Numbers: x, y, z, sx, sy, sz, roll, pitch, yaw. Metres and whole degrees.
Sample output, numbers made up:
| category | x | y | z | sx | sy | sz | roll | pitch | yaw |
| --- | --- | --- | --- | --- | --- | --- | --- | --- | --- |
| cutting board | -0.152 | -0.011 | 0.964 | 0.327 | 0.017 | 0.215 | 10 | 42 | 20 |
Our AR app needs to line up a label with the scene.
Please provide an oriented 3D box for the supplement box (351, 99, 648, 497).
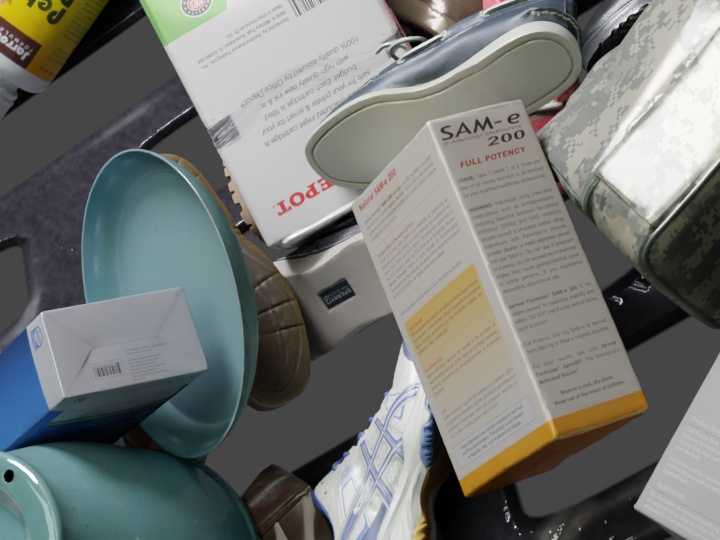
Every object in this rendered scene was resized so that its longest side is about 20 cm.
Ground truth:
| category | x | y | z | sx | sy | sz | roll | pitch | yaw |
| --- | --- | --- | --- | --- | --- | --- | --- | --- | --- |
| supplement box | 0.080 | 0.018 | 1.264 | 0.126 | 0.073 | 0.202 | -42 | 66 | 59 |

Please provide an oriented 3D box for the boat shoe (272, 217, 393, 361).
| category | x | y | z | sx | sy | sz | roll | pitch | yaw |
| --- | --- | --- | --- | --- | --- | --- | --- | --- | --- |
| boat shoe | 0.000 | 0.000 | 1.430 | 0.093 | 0.075 | 0.199 | -38 | 11 | -37 |

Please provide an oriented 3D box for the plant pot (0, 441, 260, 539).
| category | x | y | z | sx | sy | sz | roll | pitch | yaw |
| --- | --- | --- | --- | --- | --- | --- | --- | --- | --- |
| plant pot | -0.190 | 0.196 | 1.319 | 0.198 | 0.188 | 0.202 | -9 | 71 | 27 |

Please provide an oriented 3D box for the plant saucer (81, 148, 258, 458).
| category | x | y | z | sx | sy | sz | roll | pitch | yaw |
| --- | --- | --- | --- | --- | --- | --- | --- | --- | --- |
| plant saucer | -0.120 | 0.020 | 1.364 | 0.199 | 0.027 | 0.202 | 22 | 118 | 50 |

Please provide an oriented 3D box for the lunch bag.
| category | x | y | z | sx | sy | sz | roll | pitch | yaw |
| --- | --- | --- | --- | --- | --- | --- | --- | --- | --- |
| lunch bag | 0.206 | -0.094 | 1.251 | 0.200 | 0.139 | 0.168 | -50 | 48 | 7 |

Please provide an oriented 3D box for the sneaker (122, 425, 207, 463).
| category | x | y | z | sx | sy | sz | roll | pitch | yaw |
| --- | --- | --- | --- | --- | --- | --- | --- | --- | --- |
| sneaker | -0.124 | 0.064 | 1.486 | 0.071 | 0.080 | 0.202 | -9 | 65 | 15 |

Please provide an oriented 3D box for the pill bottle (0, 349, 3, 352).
| category | x | y | z | sx | sy | sz | roll | pitch | yaw |
| --- | --- | --- | --- | --- | --- | --- | --- | --- | --- |
| pill bottle | -0.278 | 0.123 | 1.552 | 0.200 | 0.114 | 0.114 | 38 | 94 | 43 |

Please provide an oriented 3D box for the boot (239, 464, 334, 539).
| category | x | y | z | sx | sy | sz | roll | pitch | yaw |
| --- | --- | --- | --- | --- | --- | --- | --- | --- | --- |
| boot | -0.111 | 0.185 | 1.420 | 0.200 | 0.064 | 0.187 | -47 | 61 | 14 |

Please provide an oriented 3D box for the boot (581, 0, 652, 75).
| category | x | y | z | sx | sy | sz | roll | pitch | yaw |
| --- | --- | --- | --- | --- | --- | --- | --- | --- | --- |
| boot | 0.175 | -0.237 | 1.396 | 0.164 | 0.066 | 0.201 | -36 | 53 | 8 |

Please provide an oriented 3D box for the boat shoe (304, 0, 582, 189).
| category | x | y | z | sx | sy | sz | roll | pitch | yaw |
| --- | --- | --- | --- | --- | --- | --- | --- | --- | --- |
| boat shoe | 0.051 | -0.117 | 1.330 | 0.199 | 0.075 | 0.062 | -30 | 33 | 30 |

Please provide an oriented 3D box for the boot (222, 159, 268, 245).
| category | x | y | z | sx | sy | sz | roll | pitch | yaw |
| --- | --- | --- | --- | --- | --- | --- | --- | --- | --- |
| boot | -0.054 | -0.126 | 1.530 | 0.107 | 0.075 | 0.201 | -31 | 61 | 19 |

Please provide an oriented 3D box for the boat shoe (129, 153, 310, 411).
| category | x | y | z | sx | sy | sz | roll | pitch | yaw |
| --- | --- | --- | --- | --- | --- | --- | --- | --- | --- |
| boat shoe | -0.098 | 0.015 | 1.422 | 0.201 | 0.073 | 0.067 | 60 | 152 | 23 |

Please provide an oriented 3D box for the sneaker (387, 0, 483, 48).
| category | x | y | z | sx | sy | sz | roll | pitch | yaw |
| --- | --- | --- | --- | --- | --- | --- | --- | --- | --- |
| sneaker | 0.033 | -0.208 | 1.511 | 0.076 | 0.071 | 0.200 | -45 | 51 | -10 |

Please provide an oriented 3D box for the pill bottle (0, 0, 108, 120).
| category | x | y | z | sx | sy | sz | roll | pitch | yaw |
| --- | --- | --- | --- | --- | --- | --- | --- | --- | --- |
| pill bottle | -0.269 | -0.222 | 1.719 | 0.201 | 0.109 | 0.109 | -54 | 47 | 4 |

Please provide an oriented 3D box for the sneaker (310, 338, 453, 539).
| category | x | y | z | sx | sy | sz | roll | pitch | yaw |
| --- | --- | --- | --- | --- | --- | --- | --- | --- | --- |
| sneaker | 0.011 | 0.125 | 1.331 | 0.087 | 0.075 | 0.202 | 3 | 69 | 19 |

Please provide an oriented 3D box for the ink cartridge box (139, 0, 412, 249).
| category | x | y | z | sx | sy | sz | roll | pitch | yaw |
| --- | --- | --- | --- | --- | --- | --- | --- | --- | --- |
| ink cartridge box | -0.038 | -0.133 | 1.425 | 0.145 | 0.084 | 0.201 | -28 | 86 | 6 |

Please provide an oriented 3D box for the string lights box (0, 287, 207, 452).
| category | x | y | z | sx | sy | sz | roll | pitch | yaw |
| --- | --- | --- | --- | --- | --- | --- | --- | --- | --- |
| string lights box | -0.190 | 0.080 | 1.369 | 0.200 | 0.102 | 0.059 | -37 | 68 | 53 |

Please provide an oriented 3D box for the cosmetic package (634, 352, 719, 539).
| category | x | y | z | sx | sy | sz | roll | pitch | yaw |
| --- | --- | --- | --- | --- | --- | --- | --- | --- | --- |
| cosmetic package | 0.252 | 0.078 | 1.169 | 0.107 | 0.090 | 0.201 | 30 | 86 | 43 |

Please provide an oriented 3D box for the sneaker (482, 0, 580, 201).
| category | x | y | z | sx | sy | sz | roll | pitch | yaw |
| --- | --- | --- | --- | --- | --- | --- | --- | --- | --- |
| sneaker | 0.105 | -0.142 | 1.372 | 0.073 | 0.087 | 0.202 | -9 | 70 | 9 |
